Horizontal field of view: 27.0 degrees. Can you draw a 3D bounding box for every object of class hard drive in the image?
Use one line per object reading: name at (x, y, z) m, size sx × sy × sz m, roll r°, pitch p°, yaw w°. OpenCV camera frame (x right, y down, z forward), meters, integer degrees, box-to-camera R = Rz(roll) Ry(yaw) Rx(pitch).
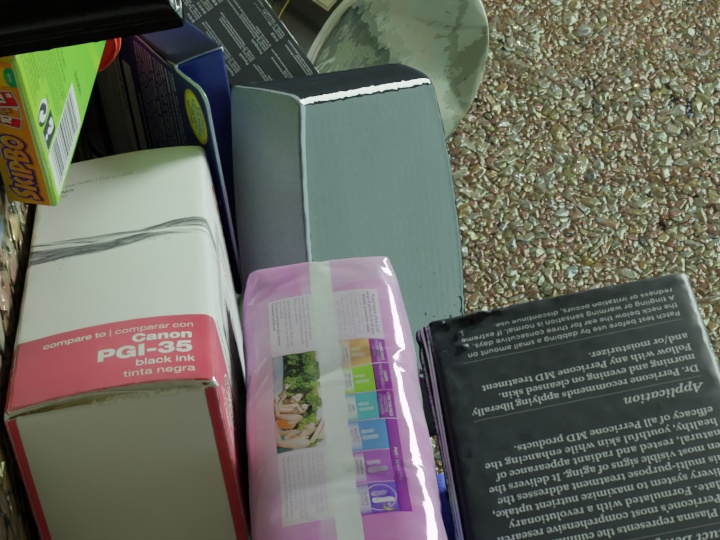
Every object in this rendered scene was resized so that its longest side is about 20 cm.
hard drive at (0.000, 0.000, 0.761) m, size 0.042 × 0.134 × 0.202 m, roll 3°, pitch -77°, yaw 43°

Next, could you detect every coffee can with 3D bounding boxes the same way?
coffee can at (-0.034, -0.166, 0.975) m, size 0.200 × 0.146 × 0.147 m, roll 40°, pitch -30°, yaw 39°

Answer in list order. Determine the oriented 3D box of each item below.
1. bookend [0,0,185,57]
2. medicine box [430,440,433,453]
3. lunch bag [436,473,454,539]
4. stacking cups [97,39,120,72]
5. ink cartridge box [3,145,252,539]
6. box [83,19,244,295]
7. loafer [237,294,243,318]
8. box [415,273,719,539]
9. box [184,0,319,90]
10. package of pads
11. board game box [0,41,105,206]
bookend at (-0.121, -0.199, 0.437) m, size 0.200 × 0.091 × 0.200 m, roll 83°, pitch -2°, yaw -70°
medicine box at (-0.030, 0.205, 1.026) m, size 0.103 × 0.181 × 0.202 m, roll 87°, pitch -6°, yaw -69°
lunch bag at (-0.026, 0.193, 0.669) m, size 0.128 × 0.169 × 0.201 m, roll 79°, pitch 1°, yaw -52°
stacking cups at (-0.149, -0.179, 0.768) m, size 0.061 × 0.060 × 0.201 m, roll 83°, pitch 1°, yaw -47°
ink cartridge box at (-0.092, 0.054, 0.651) m, size 0.200 × 0.082 × 0.147 m, roll -102°, pitch -178°, yaw -59°
box at (-0.104, -0.081, 0.786) m, size 0.200 × 0.032 × 0.122 m, roll 42°, pitch -32°, yaw 47°
loafer at (-0.106, 0.061, 0.865) m, size 0.076 × 0.068 × 0.201 m, roll -39°, pitch -145°, yaw 45°
box at (0.108, 0.146, 0.630) m, size 0.201 × 0.123 × 0.198 m, roll 74°, pitch 7°, yaw -45°
box at (-0.066, -0.088, 0.868) m, size 0.201 × 0.050 × 0.158 m, roll 54°, pitch -19°, yaw -10°
package of pads at (-0.004, 0.100, 0.596) m, size 0.201 × 0.075 × 0.121 m, roll -100°, pitch -177°, yaw -53°
board game box at (-0.121, -0.137, 0.631) m, size 0.096 × 0.030 × 0.201 m, roll 91°, pitch 9°, yaw -58°
